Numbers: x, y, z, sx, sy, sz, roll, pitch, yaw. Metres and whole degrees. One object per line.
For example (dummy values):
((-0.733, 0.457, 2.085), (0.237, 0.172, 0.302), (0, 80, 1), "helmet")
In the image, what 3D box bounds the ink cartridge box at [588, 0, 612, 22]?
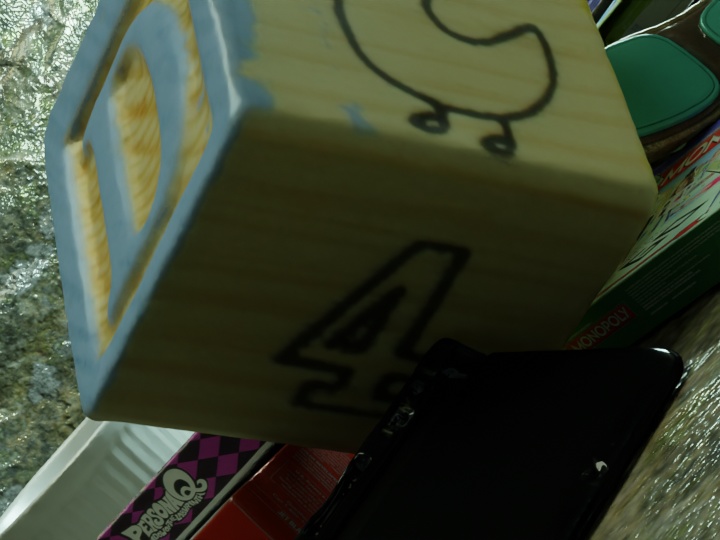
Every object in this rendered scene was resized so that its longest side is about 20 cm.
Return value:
((0.104, -0.136, 1.387), (0.198, 0.047, 0.200), (-54, -4, 13), "ink cartridge box")

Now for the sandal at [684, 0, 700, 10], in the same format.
((0.219, -0.154, 1.352), (0.201, 0.048, 0.075), (-51, 5, -12), "sandal")

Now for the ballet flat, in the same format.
((0.165, -0.093, 1.193), (0.200, 0.071, 0.065), (-31, -32, -16), "ballet flat")

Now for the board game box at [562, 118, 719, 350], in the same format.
((0.168, -0.039, 1.085), (0.200, 0.029, 0.135), (-41, 10, 48), "board game box")

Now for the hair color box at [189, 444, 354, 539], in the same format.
((-0.033, 0.124, 1.167), (0.102, 0.061, 0.200), (-48, -3, 25), "hair color box")

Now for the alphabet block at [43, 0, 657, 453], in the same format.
((-0.014, -0.047, 1.104), (0.197, 0.200, 0.196), (-59, 33, 40), "alphabet block")

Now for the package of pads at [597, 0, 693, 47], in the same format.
((0.223, -0.191, 1.467), (0.200, 0.068, 0.155), (-48, 6, 4), "package of pads")

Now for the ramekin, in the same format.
((-0.207, 0.182, 1.981), (0.201, 0.098, 0.200), (-48, 7, 7), "ramekin")

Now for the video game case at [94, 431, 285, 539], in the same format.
((-0.091, 0.121, 1.240), (0.200, 0.036, 0.181), (-47, -4, -1), "video game case")

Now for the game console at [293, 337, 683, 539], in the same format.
((0.035, 0.131, 1.002), (0.200, 0.116, 0.176), (-52, -23, -38), "game console")
